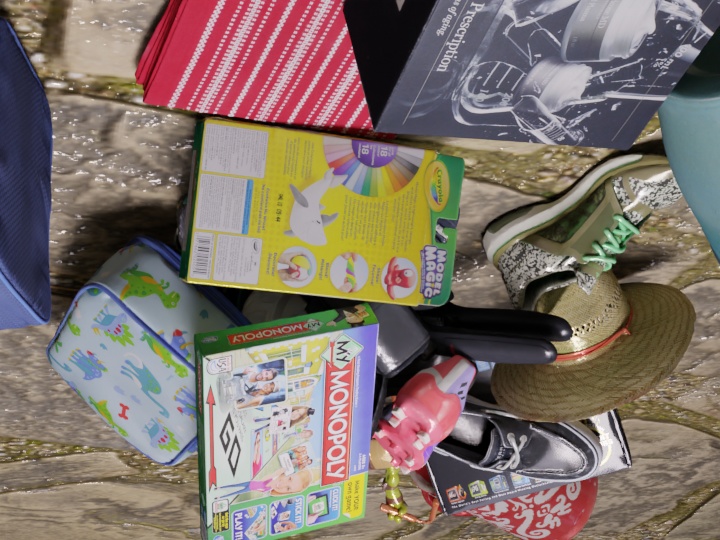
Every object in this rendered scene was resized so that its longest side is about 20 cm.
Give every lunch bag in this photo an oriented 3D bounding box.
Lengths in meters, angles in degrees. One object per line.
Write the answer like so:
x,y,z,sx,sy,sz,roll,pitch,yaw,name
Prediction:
-0.269,-0.046,0.761,0.131,0.202,0.136,-6,155,1,lunch bag
-0.165,0.072,1.013,0.161,0.083,0.200,43,146,-2,lunch bag

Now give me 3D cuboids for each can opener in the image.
0.088,0.050,1.049,0.199,0.063,0.079,14,145,45,can opener

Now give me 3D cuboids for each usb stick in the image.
-0.021,-0.006,0.942,0.055,0.033,0.200,-37,104,1,usb stick

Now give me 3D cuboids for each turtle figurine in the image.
0.003,0.180,1.312,0.160,0.065,0.201,-2,122,21,turtle figurine

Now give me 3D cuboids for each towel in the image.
-0.036,-0.149,0.822,0.198,0.023,0.145,6,145,-26,towel

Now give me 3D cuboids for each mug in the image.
0.142,0.238,1.397,0.199,0.134,0.178,28,112,-40,mug

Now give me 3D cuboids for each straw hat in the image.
0.190,0.035,1.090,0.200,0.202,0.086,-18,116,16,straw hat

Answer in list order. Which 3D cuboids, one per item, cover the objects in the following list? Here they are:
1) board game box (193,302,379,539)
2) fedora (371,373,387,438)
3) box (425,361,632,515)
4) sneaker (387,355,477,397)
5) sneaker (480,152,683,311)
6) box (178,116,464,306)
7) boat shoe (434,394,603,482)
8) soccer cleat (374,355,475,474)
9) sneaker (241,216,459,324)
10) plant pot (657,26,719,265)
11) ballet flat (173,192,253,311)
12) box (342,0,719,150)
-0.057,0.123,0.947,0.133,0.029,0.201,-10,127,-18,board game box
-0.067,0.119,1.090,0.091,0.202,0.200,31,134,-26,fedora
0.153,0.142,1.239,0.198,0.162,0.049,-16,-169,14,box
0.009,0.085,1.186,0.199,0.076,0.091,-12,124,23,sneaker
0.194,-0.023,1.023,0.199,0.089,0.077,-30,144,32,sneaker
-0.025,-0.040,0.898,0.198,0.118,0.048,7,-179,-15,box
0.133,0.162,1.186,0.198,0.068,0.072,19,108,5,boat shoe
0.053,0.127,1.095,0.076,0.067,0.200,-43,173,-17,soccer cleat
0.000,0.000,1.037,0.199,0.080,0.130,-43,172,5,sneaker
0.283,-0.107,0.817,0.199,0.201,0.188,-26,133,28,plant pot
-0.114,-0.006,1.013,0.071,0.073,0.201,-7,150,-2,ballet flat
0.111,-0.175,0.715,0.181,0.105,0.200,0,145,-21,box
